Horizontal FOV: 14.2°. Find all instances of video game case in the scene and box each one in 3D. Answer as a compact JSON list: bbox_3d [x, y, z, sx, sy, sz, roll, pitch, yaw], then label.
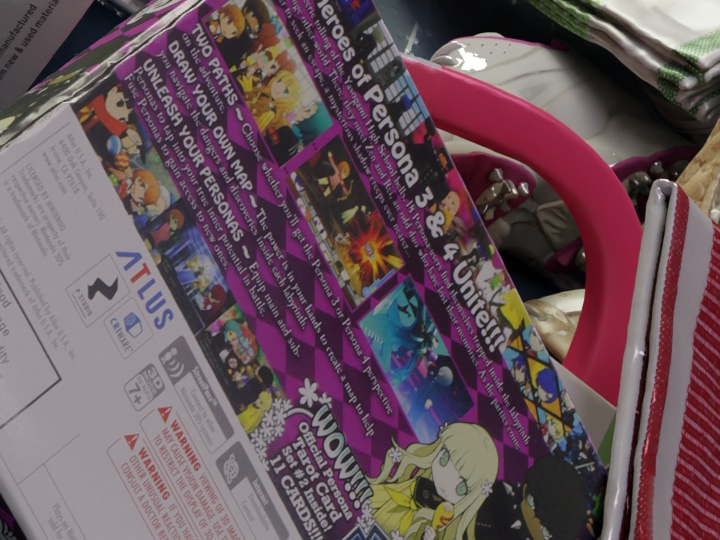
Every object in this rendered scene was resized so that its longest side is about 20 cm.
[{"bbox_3d":[-0.029,0.033,0.759,0.181,0.036,0.201,-42,112,-37],"label":"video game case"}]

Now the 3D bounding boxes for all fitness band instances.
[{"bbox_3d":[0.000,0.000,0.957,0.199,0.037,0.144,19,91,-18],"label":"fitness band"}]

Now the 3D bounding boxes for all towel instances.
[{"bbox_3d":[0.116,-0.135,1.131,0.149,0.031,0.200,-26,44,-28],"label":"towel"},{"bbox_3d":[0.135,0.082,0.900,0.200,0.023,0.145,45,44,-41],"label":"towel"}]

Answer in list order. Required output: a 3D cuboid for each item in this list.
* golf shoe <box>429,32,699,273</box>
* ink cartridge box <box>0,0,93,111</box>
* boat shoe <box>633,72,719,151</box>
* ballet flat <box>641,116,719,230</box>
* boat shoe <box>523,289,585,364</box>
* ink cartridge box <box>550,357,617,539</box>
[{"bbox_3d":[0.036,-0.043,1.060,0.199,0.075,0.092,-4,51,-48],"label":"golf shoe"},{"bbox_3d":[-0.174,-0.168,0.983,0.199,0.083,0.146,28,45,-16],"label":"ink cartridge box"},{"bbox_3d":[0.141,-0.108,1.177,0.202,0.074,0.065,-94,159,-53],"label":"boat shoe"},{"bbox_3d":[0.163,-0.052,1.015,0.070,0.065,0.201,37,73,-26],"label":"ballet flat"},{"bbox_3d":[0.108,0.091,1.007,0.062,0.073,0.200,-5,50,-32],"label":"boat shoe"},{"bbox_3d":[-0.007,0.057,0.866,0.200,0.067,0.117,38,54,-10],"label":"ink cartridge box"}]
